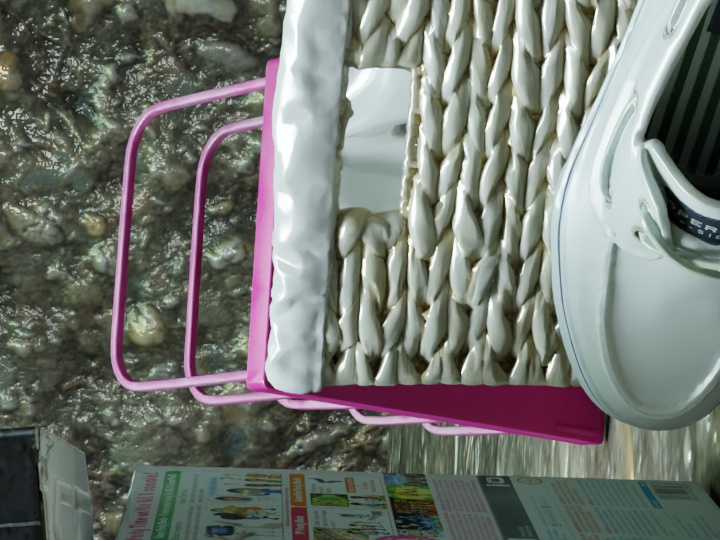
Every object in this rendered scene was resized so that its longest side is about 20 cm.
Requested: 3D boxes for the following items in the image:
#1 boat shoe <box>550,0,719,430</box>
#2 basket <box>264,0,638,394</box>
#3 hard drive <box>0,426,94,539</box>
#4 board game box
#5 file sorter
[{"bbox_3d":[0.094,-0.031,0.757,0.067,0.073,0.201,-84,0,-60],"label":"boat shoe"},{"bbox_3d":[0.048,-0.081,0.982,0.200,0.160,0.199,-92,6,-63],"label":"basket"},{"bbox_3d":[-0.095,0.151,0.793,0.140,0.038,0.202,93,171,-82],"label":"hard drive"},{"bbox_3d":[0.021,0.107,0.856,0.148,0.198,0.065,-103,17,-84],"label":"board game box"},{"bbox_3d":[0.000,0.000,1.206,0.125,0.199,0.140,-8,75,49],"label":"file sorter"}]
